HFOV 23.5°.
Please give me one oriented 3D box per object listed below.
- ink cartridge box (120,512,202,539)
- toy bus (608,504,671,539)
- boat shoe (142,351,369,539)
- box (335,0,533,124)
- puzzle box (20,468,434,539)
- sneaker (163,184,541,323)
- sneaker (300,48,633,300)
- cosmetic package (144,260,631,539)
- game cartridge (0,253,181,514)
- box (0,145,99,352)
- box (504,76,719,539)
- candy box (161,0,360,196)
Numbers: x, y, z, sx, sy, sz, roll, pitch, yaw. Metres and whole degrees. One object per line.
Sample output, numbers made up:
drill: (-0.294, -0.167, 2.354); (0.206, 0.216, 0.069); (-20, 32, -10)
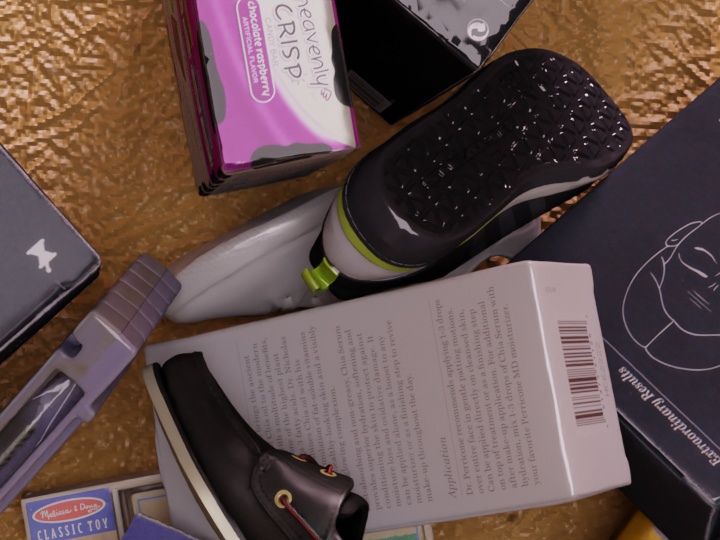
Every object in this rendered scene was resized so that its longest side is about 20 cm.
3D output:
ink cartridge box: (-0.051, 0.229, 0.799); (0.199, 0.047, 0.198); (23, 117, -13)
toy bus: (0.147, 0.171, 0.863); (0.078, 0.065, 0.200); (36, 84, 9)
boat shoe: (-0.025, 0.110, 0.713); (0.063, 0.074, 0.202); (-34, 64, -4)
box: (0.046, -0.153, 0.789); (0.079, 0.200, 0.141); (41, 83, -6)
puzzle box: (-0.058, 0.157, 0.855); (0.199, 0.025, 0.134); (-10, 90, -9)
sneaker: (0.000, 0.000, 0.846); (0.199, 0.075, 0.089); (-21, 98, -11)
sneaker: (0.044, -0.042, 0.799); (0.200, 0.083, 0.072); (-25, 77, -43)
cosmetic package: (0.009, 0.064, 0.769); (0.199, 0.071, 0.102); (-13, 83, 28)
game cartridge: (-0.158, 0.084, 0.766); (0.038, 0.130, 0.200); (42, 101, -2)
box: (-0.200, 0.009, 0.740); (0.148, 0.200, 0.107); (-42, 96, -8)
box: (0.181, 0.012, 0.823); (0.200, 0.107, 0.148); (-40, 67, -11)
candy box: (-0.051, -0.108, 0.772); (0.061, 0.200, 0.137); (-10, 92, -9)
